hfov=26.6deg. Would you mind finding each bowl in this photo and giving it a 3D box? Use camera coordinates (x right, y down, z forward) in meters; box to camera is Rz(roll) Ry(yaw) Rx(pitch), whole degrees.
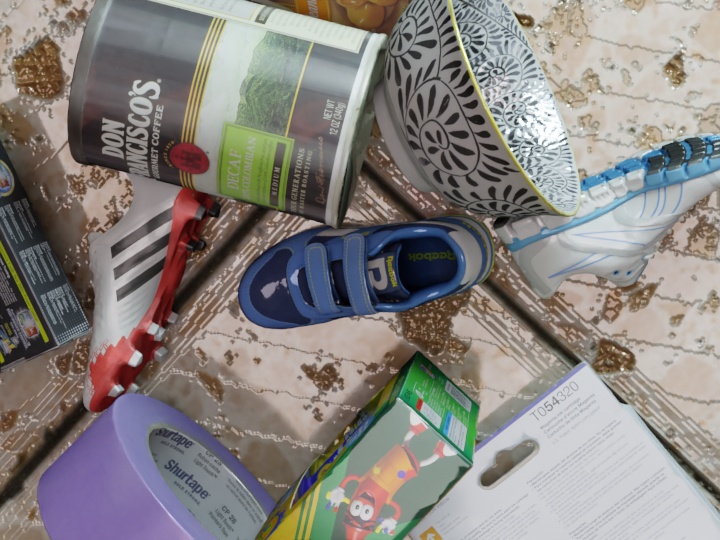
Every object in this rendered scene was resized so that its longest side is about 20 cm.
[{"bbox_3d":[0.070,-0.113,1.076,0.094,0.201,0.201,-23,94,22],"label":"bowl"}]

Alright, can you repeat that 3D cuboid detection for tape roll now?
[{"bbox_3d":[-0.136,0.191,1.122,0.200,0.200,0.085,45,98,-1],"label":"tape roll"}]

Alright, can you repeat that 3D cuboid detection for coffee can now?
[{"bbox_3d":[-0.094,-0.125,1.107,0.200,0.146,0.147,14,98,3],"label":"coffee can"}]

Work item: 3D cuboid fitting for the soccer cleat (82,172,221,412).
[{"bbox_3d":[-0.180,0.011,1.176,0.085,0.069,0.200,25,97,13],"label":"soccer cleat"}]

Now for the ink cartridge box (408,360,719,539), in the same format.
[{"bbox_3d":[0.161,0.201,1.176,0.196,0.043,0.200,-39,90,10],"label":"ink cartridge box"}]

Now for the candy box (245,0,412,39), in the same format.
[{"bbox_3d":[-0.047,-0.238,1.103,0.200,0.115,0.055,16,57,3],"label":"candy box"}]

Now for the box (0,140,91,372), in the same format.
[{"bbox_3d":[-0.316,-0.012,1.166,0.160,0.044,0.200,-24,94,29],"label":"box"}]

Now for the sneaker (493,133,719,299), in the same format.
[{"bbox_3d":[0.206,-0.037,1.136,0.200,0.075,0.087,-21,104,13],"label":"sneaker"}]

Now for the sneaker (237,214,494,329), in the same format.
[{"bbox_3d":[0.000,0.000,1.146,0.200,0.082,0.074,-14,97,9],"label":"sneaker"}]

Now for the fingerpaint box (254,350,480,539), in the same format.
[{"bbox_3d":[0.004,0.154,1.105,0.073,0.200,0.167,42,99,0],"label":"fingerpaint box"}]
